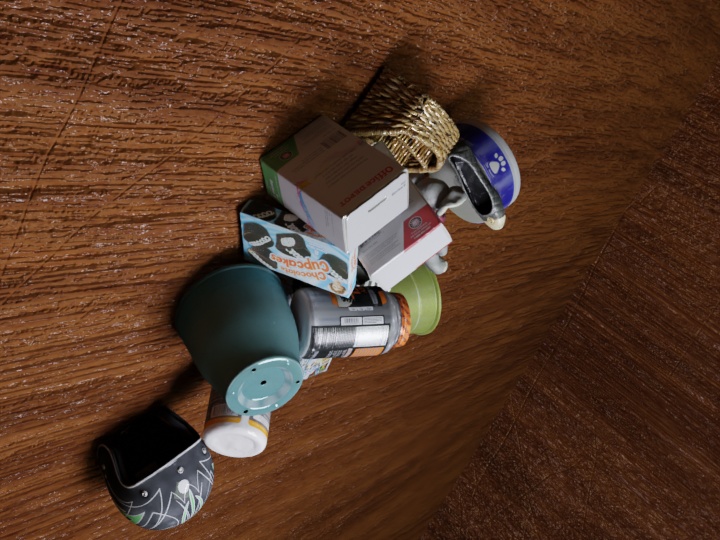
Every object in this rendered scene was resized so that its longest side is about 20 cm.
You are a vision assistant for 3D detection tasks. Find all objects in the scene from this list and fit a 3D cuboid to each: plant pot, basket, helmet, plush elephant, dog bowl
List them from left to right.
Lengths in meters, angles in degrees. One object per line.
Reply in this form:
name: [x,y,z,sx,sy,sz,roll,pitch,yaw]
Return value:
helmet: [-0.350,0.357,1.483,0.199,0.190,0.201,-39,153,-25]
plant pot: [-0.187,0.128,1.396,0.197,0.189,0.202,-18,138,-16]
plant pot: [0.040,0.067,1.801,0.188,0.200,0.202,-17,140,-33]
basket: [0.079,-0.233,1.497,0.150,0.142,0.200,-53,154,2]
plush elephant: [0.130,-0.118,1.706,0.156,0.164,0.200,-52,158,-6]
dog bowl: [0.227,-0.201,1.722,0.078,0.200,0.202,-35,151,-24]

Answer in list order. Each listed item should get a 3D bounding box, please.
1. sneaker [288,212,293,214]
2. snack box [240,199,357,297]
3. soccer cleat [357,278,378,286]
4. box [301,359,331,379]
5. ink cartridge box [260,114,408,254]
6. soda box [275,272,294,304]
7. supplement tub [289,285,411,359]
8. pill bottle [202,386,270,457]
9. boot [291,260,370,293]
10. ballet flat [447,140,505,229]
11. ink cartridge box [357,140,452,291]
sneaker: [-0.066,-0.095,1.519,0.199,0.075,0.089,-32,143,-35]
snack box: [-0.101,-0.035,1.390,0.117,0.197,0.037,94,20,-50]
soccer cleat: [0.000,0.000,1.617,0.085,0.069,0.201,-38,136,-9]
box: [-0.122,0.177,1.812,0.199,0.040,0.138,-15,137,-52]
ink cartridge box: [-0.040,-0.140,1.343,0.145,0.199,0.088,-38,145,-25]
soda box: [-0.132,0.041,1.591,0.199,0.063,0.069,-21,142,-48]
supplement tub: [-0.019,0.089,1.480,0.197,0.123,0.124,-1,130,-25]
pill bottle: [-0.214,0.223,1.529,0.117,0.114,0.202,90,4,-53]
boot: [-0.082,-0.012,1.473,0.137,0.078,0.201,-30,131,7]
ballet flat: [0.217,-0.156,1.617,0.201,0.066,0.057,56,46,-22]
ink cartridge box: [0.038,-0.093,1.420,0.146,0.201,0.083,-36,152,6]
